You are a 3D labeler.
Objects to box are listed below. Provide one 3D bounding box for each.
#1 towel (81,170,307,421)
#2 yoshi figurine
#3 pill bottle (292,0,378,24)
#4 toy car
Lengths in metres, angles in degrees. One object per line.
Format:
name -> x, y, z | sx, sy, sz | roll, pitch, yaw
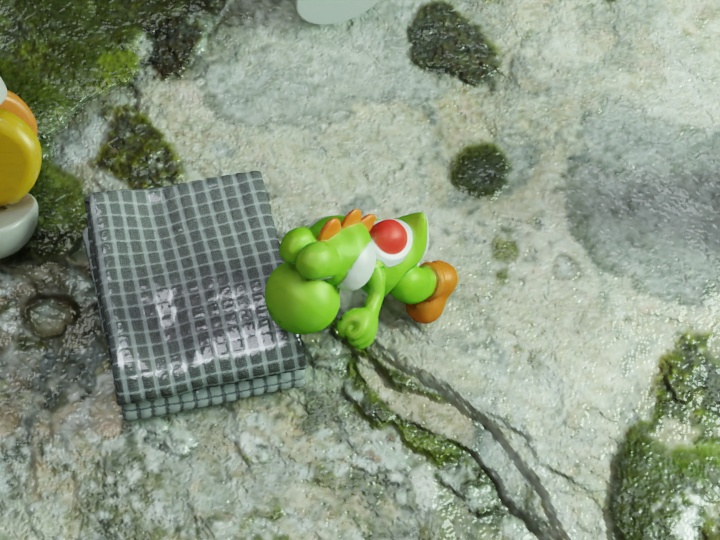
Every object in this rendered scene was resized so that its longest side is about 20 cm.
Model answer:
towel -> -0.141, 0.013, 1.384 | 0.165, 0.086, 0.201 | -13, 65, -7
yoshi figurine -> -0.012, 0.007, 1.342 | 0.112, 0.200, 0.113 | 0, 88, 33
pill bottle -> -0.046, -0.335, 1.533 | 0.119, 0.120, 0.201 | -17, 66, -8
toy car -> -0.372, -0.102, 1.416 | 0.199, 0.176, 0.150 | -10, 30, -4
